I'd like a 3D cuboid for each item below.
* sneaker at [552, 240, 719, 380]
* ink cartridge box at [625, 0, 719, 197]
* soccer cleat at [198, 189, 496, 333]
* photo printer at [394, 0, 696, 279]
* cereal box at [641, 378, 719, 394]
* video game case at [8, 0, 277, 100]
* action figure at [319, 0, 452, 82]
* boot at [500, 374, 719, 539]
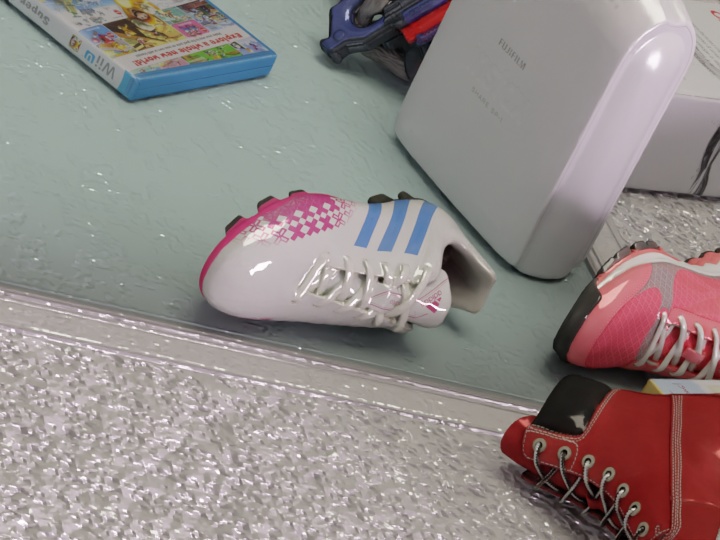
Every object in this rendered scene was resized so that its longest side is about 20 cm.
[{"bbox_3d":[0.197,0.034,1.556,0.200,0.074,0.087,-7,43,-47],"label":"sneaker"},{"bbox_3d":[0.198,-0.126,1.823,0.200,0.084,0.145,4,34,-36],"label":"ink cartridge box"},{"bbox_3d":[0.000,0.000,1.445,0.086,0.070,0.200,41,30,27],"label":"soccer cleat"},{"bbox_3d":[0.115,-0.121,1.617,0.069,0.200,0.166,2,37,-39],"label":"photo printer"},{"bbox_3d":[0.263,0.120,1.496,0.200,0.040,0.144,3,37,-37],"label":"cereal box"},{"bbox_3d":[-0.166,-0.177,1.669,0.200,0.018,0.143,39,29,23],"label":"video game case"},{"bbox_3d":[0.069,-0.195,1.786,0.105,0.200,0.194,57,11,-43],"label":"action figure"},{"bbox_3d":[0.135,0.132,1.354,0.144,0.073,0.200,9,39,9],"label":"boot"}]
